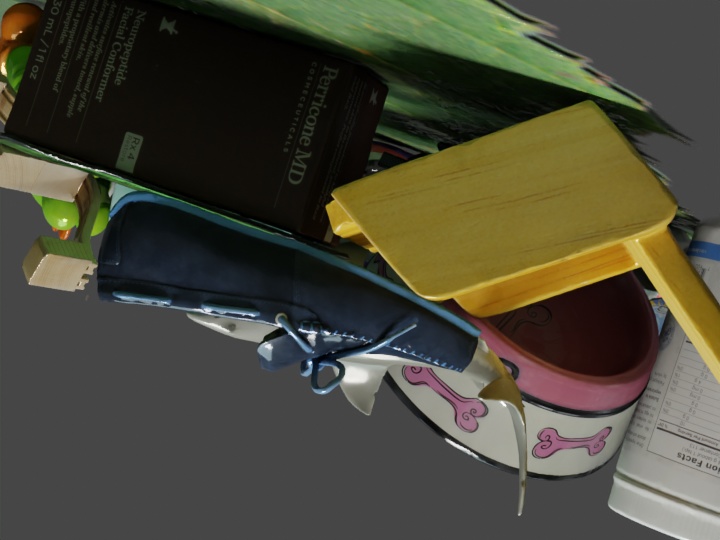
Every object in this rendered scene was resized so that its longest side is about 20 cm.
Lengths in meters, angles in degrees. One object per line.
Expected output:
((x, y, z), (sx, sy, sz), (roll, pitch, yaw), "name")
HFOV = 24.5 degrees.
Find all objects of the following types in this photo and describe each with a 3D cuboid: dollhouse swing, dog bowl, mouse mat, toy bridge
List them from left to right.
((-0.198, -0.061, 1.017), (0.067, 0.027, 0.200), (11, -147, -39), "toy bridge")
((-0.114, -0.043, 0.941), (0.199, 0.008, 0.161), (18, 179, -16), "mouse mat")
((0.100, 0.030, 1.039), (0.199, 0.074, 0.201), (21, -142, -17), "dog bowl")
((0.103, 0.026, 0.840), (0.181, 0.177, 0.200), (-19, 174, 8), "dollhouse swing")

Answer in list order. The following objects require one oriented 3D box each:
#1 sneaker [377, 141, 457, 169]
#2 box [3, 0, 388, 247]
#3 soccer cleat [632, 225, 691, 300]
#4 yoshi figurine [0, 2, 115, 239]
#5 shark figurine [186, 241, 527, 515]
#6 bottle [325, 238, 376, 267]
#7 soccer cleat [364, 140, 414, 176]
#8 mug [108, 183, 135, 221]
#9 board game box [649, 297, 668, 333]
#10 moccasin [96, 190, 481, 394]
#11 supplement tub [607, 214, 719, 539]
((0.077, -0.053, 1.207), (0.139, 0.078, 0.200), (20, 170, -3), "sneaker")
((-0.095, -0.092, 0.957), (0.199, 0.101, 0.075), (18, 180, 17), "box")
((0.210, -0.012, 1.276), (0.077, 0.070, 0.200), (27, 176, 4), "soccer cleat")
((-0.191, -0.111, 1.128), (0.112, 0.112, 0.201), (-18, -136, -3), "yoshi figurine")
((0.020, 0.056, 0.949), (0.214, 0.090, 0.128), (21, -151, 22), "shark figurine")
((0.000, 0.000, 1.155), (0.083, 0.066, 0.200), (-11, -166, 20), "bottle")
((0.050, -0.070, 1.385), (0.199, 0.068, 0.073), (14, -154, -38), "soccer cleat")
((-0.085, -0.074, 1.121), (0.114, 0.186, 0.152), (18, 148, 4), "mug")
((0.232, 0.037, 1.198), (0.199, 0.035, 0.135), (-13, 173, 7), "board game box")
((-0.039, 0.021, 0.855), (0.199, 0.069, 0.080), (19, 176, 4), "moccasin")
((0.248, 0.076, 1.059), (0.131, 0.201, 0.132), (18, 180, 0), "supplement tub")
